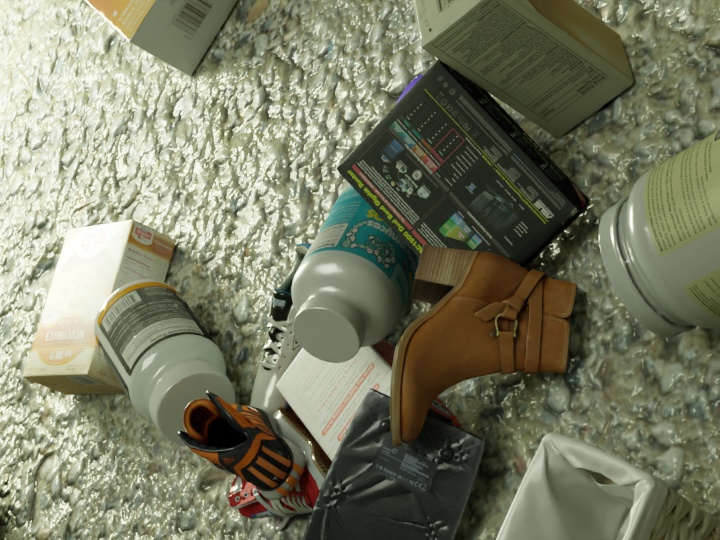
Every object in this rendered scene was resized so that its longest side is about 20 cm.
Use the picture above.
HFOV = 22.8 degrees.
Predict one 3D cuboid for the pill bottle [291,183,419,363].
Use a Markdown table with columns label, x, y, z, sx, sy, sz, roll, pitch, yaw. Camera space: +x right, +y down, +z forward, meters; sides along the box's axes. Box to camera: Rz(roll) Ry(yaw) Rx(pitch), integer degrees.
| label | x | y | z | sx | sy | sz | roll | pitch | yaw |
| --- | --- | --- | --- | --- | --- | --- | --- | --- | --- |
| pill bottle | 0.000 | 0.000 | 1.767 | 0.110 | 0.111 | 0.201 | -25 | 26 | 39 |

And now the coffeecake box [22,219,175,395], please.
| label | x | y | z | sx | sy | sz | roll | pitch | yaw |
| --- | --- | --- | --- | --- | --- | --- | --- | --- | --- |
| coffeecake box | -0.323 | 0.048 | 2.208 | 0.153 | 0.073 | 0.201 | -6 | 63 | 49 |

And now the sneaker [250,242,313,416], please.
| label | x | y | z | sx | sy | sz | roll | pitch | yaw |
| --- | --- | --- | --- | --- | --- | --- | --- | --- | --- |
| sneaker | -0.079 | 0.064 | 1.910 | 0.072 | 0.072 | 0.201 | 14 | 81 | 50 |

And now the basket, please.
| label | x | y | z | sx | sy | sz | roll | pitch | yaw |
| --- | --- | --- | --- | --- | --- | --- | --- | --- | --- |
| basket | 0.188 | 0.254 | 1.436 | 0.135 | 0.123 | 0.201 | 21 | 84 | 53 |

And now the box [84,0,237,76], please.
| label | x | y | z | sx | sy | sz | roll | pitch | yaw |
| --- | --- | --- | --- | --- | --- | --- | --- | --- | --- |
| box | -0.262 | -0.373 | 2.361 | 0.153 | 0.106 | 0.200 | -58 | 38 | 7 |

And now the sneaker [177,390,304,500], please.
| label | x | y | z | sx | sy | sz | roll | pitch | yaw |
| --- | --- | --- | --- | --- | --- | --- | --- | --- | --- |
| sneaker | -0.138 | 0.156 | 1.790 | 0.078 | 0.112 | 0.200 | -57 | 28 | -9 |

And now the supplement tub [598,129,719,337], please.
| label | x | y | z | sx | sy | sz | roll | pitch | yaw |
| --- | --- | --- | --- | --- | --- | --- | --- | --- | --- |
| supplement tub | 0.309 | -0.041 | 1.453 | 0.199 | 0.145 | 0.146 | -30 | 48 | 36 |

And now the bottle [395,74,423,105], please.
| label | x | y | z | sx | sy | sz | roll | pitch | yaw |
| --- | --- | --- | --- | --- | --- | --- | --- | --- | --- |
| bottle | 0.106 | -0.132 | 1.813 | 0.084 | 0.065 | 0.200 | -57 | 38 | 7 |

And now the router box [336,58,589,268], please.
| label | x | y | z | sx | sy | sz | roll | pitch | yaw |
| --- | --- | --- | --- | --- | --- | --- | --- | --- | --- |
| router box | 0.098 | -0.081 | 1.703 | 0.200 | 0.062 | 0.150 | 48 | 111 | 6 |

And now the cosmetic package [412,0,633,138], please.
| label | x | y | z | sx | sy | sz | roll | pitch | yaw |
| --- | --- | --- | --- | --- | --- | --- | --- | --- | --- |
| cosmetic package | 0.155 | -0.218 | 1.696 | 0.105 | 0.199 | 0.071 | -35 | 44 | 30 |

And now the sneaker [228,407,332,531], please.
| label | x | y | z | sx | sy | sz | roll | pitch | yaw |
| --- | --- | --- | --- | --- | --- | --- | --- | --- | --- |
| sneaker | -0.065 | 0.227 | 1.794 | 0.113 | 0.071 | 0.200 | -55 | 30 | 4 |

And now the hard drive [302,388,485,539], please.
| label | x | y | z | sx | sy | sz | roll | pitch | yaw |
| --- | --- | --- | --- | --- | --- | --- | --- | --- | --- |
| hard drive | 0.028 | 0.225 | 1.656 | 0.134 | 0.042 | 0.201 | 23 | 93 | 16 |

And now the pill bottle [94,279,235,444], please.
| label | x | y | z | sx | sy | sz | roll | pitch | yaw |
| --- | --- | --- | --- | --- | --- | --- | --- | --- | --- |
| pill bottle | -0.220 | 0.104 | 2.017 | 0.117 | 0.116 | 0.200 | -55 | 39 | 10 |

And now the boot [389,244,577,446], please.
| label | x | y | z | sx | sy | sz | roll | pitch | yaw |
| --- | --- | --- | --- | --- | --- | --- | --- | --- | --- |
| boot | 0.111 | 0.077 | 1.620 | 0.074 | 0.154 | 0.201 | 92 | -168 | -72 |

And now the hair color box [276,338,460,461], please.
| label | x | y | z | sx | sy | sz | roll | pitch | yaw |
| --- | --- | --- | --- | --- | --- | --- | --- | --- | --- |
| hair color box | 0.004 | 0.133 | 1.777 | 0.111 | 0.064 | 0.200 | -54 | 37 | 9 |
